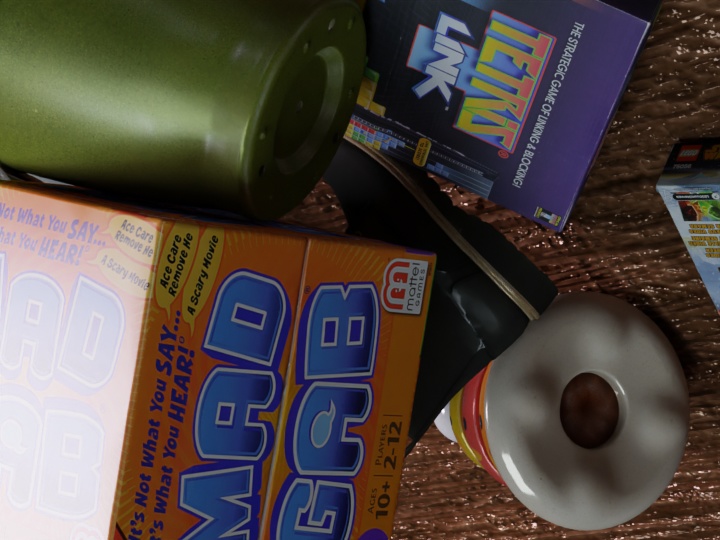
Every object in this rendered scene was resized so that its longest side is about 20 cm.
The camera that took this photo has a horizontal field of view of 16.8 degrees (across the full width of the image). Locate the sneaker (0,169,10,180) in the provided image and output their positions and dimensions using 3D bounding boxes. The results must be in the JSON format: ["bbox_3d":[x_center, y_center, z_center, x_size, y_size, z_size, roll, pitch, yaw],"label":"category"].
[{"bbox_3d":[-0.250,-0.017,1.606,0.084,0.075,0.201,3,131,47],"label":"sneaker"}]

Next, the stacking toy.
[{"bbox_3d":[0.106,0.093,1.573,0.146,0.146,0.200,39,160,-17],"label":"stacking toy"}]

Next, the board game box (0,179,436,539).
[{"bbox_3d":[-0.109,0.065,1.348,0.199,0.201,0.199,6,-175,-43],"label":"board game box"}]

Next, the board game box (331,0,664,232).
[{"bbox_3d":[0.069,-0.126,1.348,0.165,0.057,0.200,25,146,6],"label":"board game box"}]

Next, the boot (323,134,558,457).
[{"bbox_3d":[0.000,0.000,1.457,0.200,0.139,0.077,40,177,8],"label":"boot"}]

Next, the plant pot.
[{"bbox_3d":[-0.107,-0.120,1.324,0.192,0.201,0.201,23,147,21],"label":"plant pot"}]

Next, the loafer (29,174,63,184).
[{"bbox_3d":[-0.195,-0.092,1.561,0.199,0.070,0.070,10,151,25],"label":"loafer"}]

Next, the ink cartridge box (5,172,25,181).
[{"bbox_3d":[-0.206,0.025,1.719,0.199,0.076,0.148,22,145,5],"label":"ink cartridge box"}]

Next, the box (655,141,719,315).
[{"bbox_3d":[0.281,-0.015,1.362,0.199,0.040,0.137,0,136,34],"label":"box"}]
